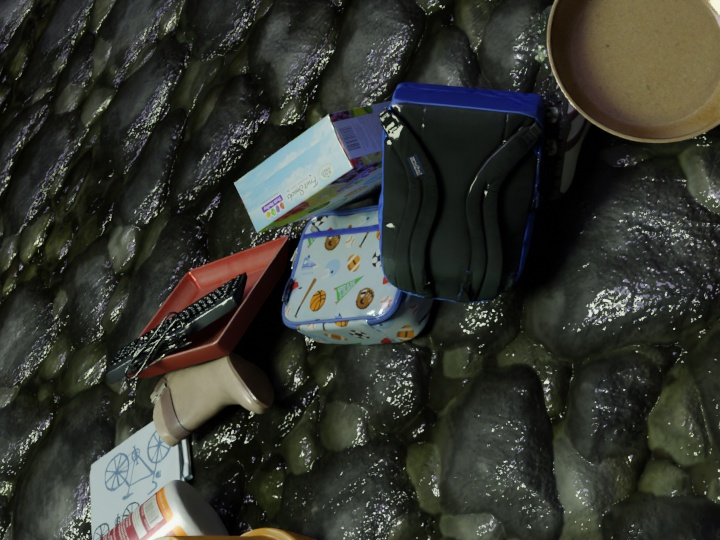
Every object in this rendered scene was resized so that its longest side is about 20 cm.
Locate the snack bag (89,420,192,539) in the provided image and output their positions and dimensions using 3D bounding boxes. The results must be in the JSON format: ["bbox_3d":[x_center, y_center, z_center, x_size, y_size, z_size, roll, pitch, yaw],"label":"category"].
[{"bbox_3d":[-0.276,0.293,1.458,0.188,0.021,0.201,-35,47,29],"label":"snack bag"}]

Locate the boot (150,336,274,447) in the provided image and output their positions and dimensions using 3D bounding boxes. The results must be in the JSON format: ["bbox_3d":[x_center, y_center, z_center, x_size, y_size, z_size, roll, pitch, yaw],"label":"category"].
[{"bbox_3d":[-0.185,0.155,1.395,0.146,0.070,0.200,-46,30,7],"label":"boot"}]

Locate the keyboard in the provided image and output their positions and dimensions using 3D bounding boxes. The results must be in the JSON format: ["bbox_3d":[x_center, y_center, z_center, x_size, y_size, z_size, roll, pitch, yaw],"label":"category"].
[{"bbox_3d":[-0.225,0.062,1.376,0.199,0.040,0.104,-33,22,14],"label":"keyboard"}]

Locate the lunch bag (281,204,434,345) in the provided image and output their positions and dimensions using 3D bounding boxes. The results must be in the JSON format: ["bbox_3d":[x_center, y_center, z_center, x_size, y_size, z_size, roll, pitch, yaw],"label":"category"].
[{"bbox_3d":[0.000,0.000,1.298,0.199,0.075,0.162,-3,65,44],"label":"lunch bag"}]

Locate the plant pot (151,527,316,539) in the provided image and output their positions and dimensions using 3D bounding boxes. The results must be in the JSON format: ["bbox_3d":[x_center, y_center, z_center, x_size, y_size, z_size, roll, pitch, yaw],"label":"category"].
[{"bbox_3d":[-0.139,0.348,1.163,0.199,0.183,0.202,-23,54,35],"label":"plant pot"}]

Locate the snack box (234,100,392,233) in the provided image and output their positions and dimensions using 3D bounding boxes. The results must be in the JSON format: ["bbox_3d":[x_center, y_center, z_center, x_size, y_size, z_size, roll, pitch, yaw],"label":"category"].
[{"bbox_3d":[-0.009,-0.120,1.262,0.168,0.199,0.068,-29,85,43],"label":"snack box"}]

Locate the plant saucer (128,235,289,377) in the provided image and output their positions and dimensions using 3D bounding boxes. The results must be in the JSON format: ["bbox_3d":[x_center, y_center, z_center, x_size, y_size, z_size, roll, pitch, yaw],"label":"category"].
[{"bbox_3d":[-0.187,0.053,1.434,0.199,0.037,0.201,-18,29,39],"label":"plant saucer"}]

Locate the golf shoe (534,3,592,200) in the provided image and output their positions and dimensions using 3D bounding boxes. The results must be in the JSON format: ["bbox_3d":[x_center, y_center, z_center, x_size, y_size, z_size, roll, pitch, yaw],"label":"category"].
[{"bbox_3d":[0.219,-0.168,1.163,0.077,0.087,0.202,-147,61,-69],"label":"golf shoe"}]

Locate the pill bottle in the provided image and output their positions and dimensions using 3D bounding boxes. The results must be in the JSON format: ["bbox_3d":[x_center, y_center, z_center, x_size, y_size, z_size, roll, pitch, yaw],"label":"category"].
[{"bbox_3d":[-0.251,0.338,1.307,0.200,0.110,0.110,-39,44,2],"label":"pill bottle"}]

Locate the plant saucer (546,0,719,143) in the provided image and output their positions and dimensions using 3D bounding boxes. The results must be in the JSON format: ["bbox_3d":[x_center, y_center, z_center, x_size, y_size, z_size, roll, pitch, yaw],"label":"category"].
[{"bbox_3d":[0.274,-0.211,1.097,0.198,0.035,0.202,-1,77,3],"label":"plant saucer"}]

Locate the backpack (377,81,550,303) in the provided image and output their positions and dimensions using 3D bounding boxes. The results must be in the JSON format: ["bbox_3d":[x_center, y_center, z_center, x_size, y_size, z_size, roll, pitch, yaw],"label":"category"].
[{"bbox_3d":[0.104,-0.078,1.149,0.161,0.168,0.202,7,111,12],"label":"backpack"}]
